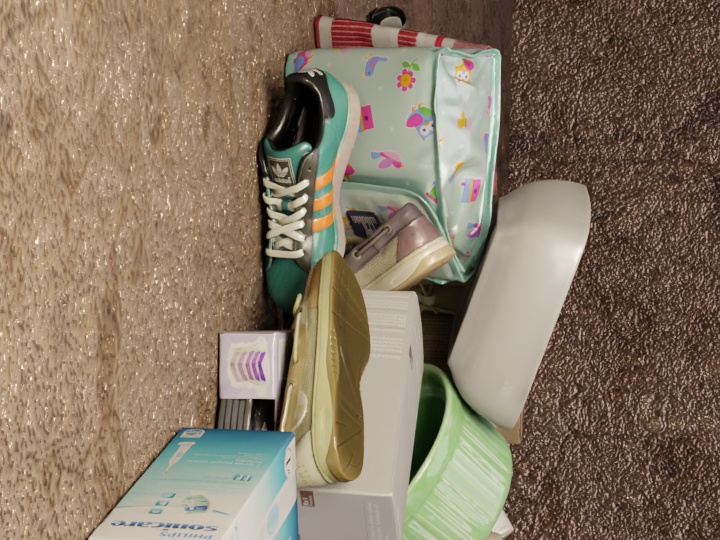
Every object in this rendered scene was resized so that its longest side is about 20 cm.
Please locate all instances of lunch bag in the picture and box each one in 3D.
[{"bbox_3d":[0.027,-0.092,1.477,0.122,0.169,0.202,-8,101,-53],"label":"lunch bag"}]

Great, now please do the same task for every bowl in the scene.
[{"bbox_3d":[0.132,0.019,1.480,0.200,0.074,0.201,-74,-177,-72],"label":"bowl"}]

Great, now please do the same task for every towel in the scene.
[{"bbox_3d":[0.039,-0.152,1.565,0.023,0.199,0.145,-31,127,-43],"label":"towel"}]

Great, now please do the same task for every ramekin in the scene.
[{"bbox_3d":[0.040,0.191,1.499,0.098,0.200,0.201,40,36,-21],"label":"ramekin"}]

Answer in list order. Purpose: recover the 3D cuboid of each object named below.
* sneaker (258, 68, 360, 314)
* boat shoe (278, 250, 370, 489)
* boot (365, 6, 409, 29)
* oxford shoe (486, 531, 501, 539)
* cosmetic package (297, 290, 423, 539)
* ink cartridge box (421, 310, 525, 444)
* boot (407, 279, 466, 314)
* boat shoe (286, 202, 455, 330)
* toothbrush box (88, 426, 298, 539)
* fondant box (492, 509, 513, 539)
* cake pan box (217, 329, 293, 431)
[{"bbox_3d":[-0.054,-0.066,1.392,0.080,0.071,0.202,16,80,-59],"label":"sneaker"},{"bbox_3d":[-0.033,0.073,1.291,0.073,0.063,0.202,50,31,-49],"label":"boat shoe"},{"bbox_3d":[0.026,-0.209,1.672,0.200,0.077,0.139,-126,-158,-62],"label":"boot"},{"bbox_3d":[0.108,0.318,1.634,0.201,0.073,0.071,81,12,-47],"label":"oxford shoe"},{"bbox_3d":[0.000,0.123,1.357,0.107,0.089,0.201,83,9,-51],"label":"cosmetic package"},{"bbox_3d":[0.064,0.082,1.654,0.075,0.198,0.165,83,14,-45],"label":"ink cartridge box"},{"bbox_3d":[0.050,0.022,1.610,0.200,0.154,0.072,-48,146,-44],"label":"boot"},{"bbox_3d":[0.000,0.000,1.440,0.072,0.200,0.065,-22,85,-41],"label":"boat shoe"},{"bbox_3d":[-0.100,0.202,1.089,0.200,0.085,0.148,-48,138,-72],"label":"toothbrush box"},{"bbox_3d":[0.072,0.205,1.750,0.201,0.058,0.144,62,-17,15],"label":"fondant box"},{"bbox_3d":[-0.068,0.139,1.353,0.200,0.052,0.186,4,85,-80],"label":"cake pan box"}]
